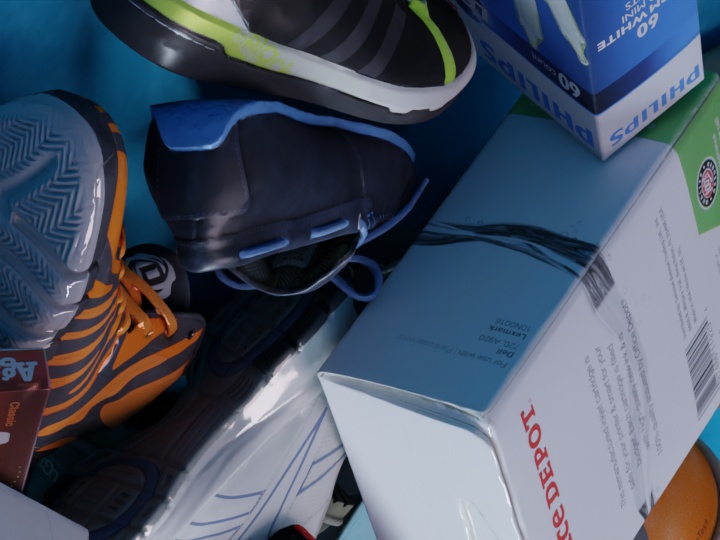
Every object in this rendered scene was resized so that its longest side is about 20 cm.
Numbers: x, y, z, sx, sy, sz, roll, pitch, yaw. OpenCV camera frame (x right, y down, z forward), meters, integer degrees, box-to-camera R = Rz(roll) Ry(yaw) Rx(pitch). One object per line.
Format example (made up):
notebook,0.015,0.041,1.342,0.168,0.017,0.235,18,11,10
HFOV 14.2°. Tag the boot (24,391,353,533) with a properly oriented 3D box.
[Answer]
boot,-0.115,0.146,1.219,0.181,0.073,0.200,20,104,-42

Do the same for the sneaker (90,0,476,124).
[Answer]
sneaker,-0.011,-0.107,1.044,0.200,0.072,0.083,2,124,-54

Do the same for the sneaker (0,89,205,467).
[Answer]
sneaker,-0.105,-0.003,1.061,0.112,0.078,0.200,-26,156,-40

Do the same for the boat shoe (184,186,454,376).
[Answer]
boat shoe,0.000,0.000,1.226,0.199,0.073,0.062,-16,97,-32

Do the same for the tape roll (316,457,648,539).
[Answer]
tape roll,0.040,0.164,1.331,0.201,0.200,0.066,-60,-168,23

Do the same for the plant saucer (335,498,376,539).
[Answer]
plant saucer,0.006,0.148,1.276,0.070,0.019,0.200,25,114,-15

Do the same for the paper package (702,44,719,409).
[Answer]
paper package,0.225,-0.024,1.338,0.200,0.191,0.104,-29,149,-28

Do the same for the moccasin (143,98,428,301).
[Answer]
moccasin,-0.035,-0.023,1.085,0.200,0.080,0.069,5,83,-66

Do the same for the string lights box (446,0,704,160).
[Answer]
string lights box,0.070,-0.140,1.076,0.059,0.103,0.200,-39,150,-14

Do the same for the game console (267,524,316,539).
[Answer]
game console,-0.057,0.221,1.121,0.200,0.031,0.177,-41,119,-20

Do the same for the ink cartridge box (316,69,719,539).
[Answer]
ink cartridge box,0.079,0.031,1.167,0.200,0.084,0.146,-52,141,-33

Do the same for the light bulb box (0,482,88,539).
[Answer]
light bulb box,-0.187,0.195,0.991,0.199,0.199,0.125,-22,153,14

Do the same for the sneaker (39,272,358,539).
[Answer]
sneaker,-0.057,0.092,1.121,0.200,0.074,0.087,-44,121,-15

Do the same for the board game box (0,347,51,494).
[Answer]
board game box,-0.176,0.090,1.043,0.103,0.020,0.200,-4,147,-18

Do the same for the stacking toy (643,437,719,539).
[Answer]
stacking toy,0.087,0.070,1.376,0.146,0.146,0.200,-38,132,-15
